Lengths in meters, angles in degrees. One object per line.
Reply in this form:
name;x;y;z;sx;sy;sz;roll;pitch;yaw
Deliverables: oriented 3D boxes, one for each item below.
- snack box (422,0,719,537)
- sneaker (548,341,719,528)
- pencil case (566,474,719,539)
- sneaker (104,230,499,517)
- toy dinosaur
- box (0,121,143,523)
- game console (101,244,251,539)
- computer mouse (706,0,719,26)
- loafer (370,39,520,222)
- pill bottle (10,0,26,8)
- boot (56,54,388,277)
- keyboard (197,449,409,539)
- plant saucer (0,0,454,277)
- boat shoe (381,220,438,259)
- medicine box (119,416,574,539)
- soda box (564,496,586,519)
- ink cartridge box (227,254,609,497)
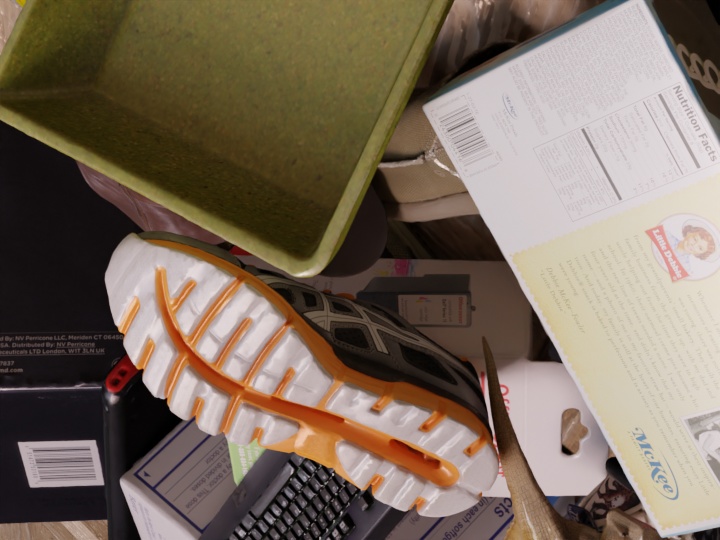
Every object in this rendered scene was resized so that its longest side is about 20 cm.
snack box;0.117;-0.001;0.670;0.116;0.037;0.201;-21;101;46
sneaker;0.156;0.085;0.805;0.200;0.084;0.077;49;157;-1
pencil case;0.178;0.184;0.879;0.201;0.077;0.089;62;-166;-4
sneaker;-0.026;0.039;0.817;0.199;0.078;0.078;32;122;-13
toy dinosaur;0.094;0.135;0.821;0.101;0.058;0.202;8;124;61
box;-0.191;0.033;1.162;0.201;0.122;0.200;96;172;-60
game console;-0.100;0.083;1.099;0.031;0.177;0.201;29;139;23
computer mouse;0.186;-0.053;0.595;0.201;0.046;0.141;57;165;8
loafer;0.052;-0.064;0.780;0.199;0.076;0.068;7;130;49
pill bottle;-0.110;-0.156;0.873;0.199;0.104;0.105;32;152;33
boot;-0.069;-0.035;0.888;0.185;0.065;0.200;32;168;7
keyboard;-0.029;0.163;0.919;0.127;0.021;0.200;50;133;16
plant saucer;-0.038;-0.119;0.737;0.199;0.201;0.048;27;-178;32
boat shoe;0.000;0.000;0.965;0.071;0.066;0.202;9;135;55
medicine box;-0.005;0.142;1.046;0.199;0.182;0.103;36;154;26
soda box;0.183;0.208;0.973;0.200;0.063;0.068;48;156;3
ink cartridge box;0.030;0.056;0.920;0.197;0.068;0.118;2;137;6
